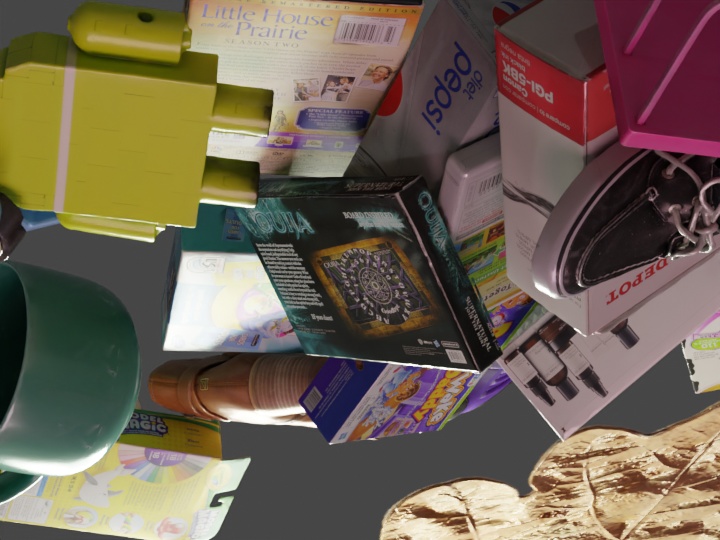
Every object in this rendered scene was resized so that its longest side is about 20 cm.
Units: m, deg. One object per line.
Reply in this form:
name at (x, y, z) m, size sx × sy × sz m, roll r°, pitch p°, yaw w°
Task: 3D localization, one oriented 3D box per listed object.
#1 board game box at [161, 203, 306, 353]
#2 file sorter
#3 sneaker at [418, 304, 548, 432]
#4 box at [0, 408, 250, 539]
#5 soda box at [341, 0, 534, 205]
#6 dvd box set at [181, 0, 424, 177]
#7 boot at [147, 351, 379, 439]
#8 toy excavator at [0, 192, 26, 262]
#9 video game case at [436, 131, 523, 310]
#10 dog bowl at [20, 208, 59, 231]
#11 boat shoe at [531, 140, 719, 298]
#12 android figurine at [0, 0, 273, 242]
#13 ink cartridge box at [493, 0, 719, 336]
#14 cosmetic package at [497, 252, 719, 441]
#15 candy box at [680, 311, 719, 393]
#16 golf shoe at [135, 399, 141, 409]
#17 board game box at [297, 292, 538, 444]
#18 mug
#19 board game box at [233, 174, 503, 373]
board game box at (-0.045, 0.009, 1.496) m, size 0.198 × 0.047 × 0.151 m, roll 2°, pitch 150°, yaw -10°
file sorter at (0.210, -0.176, 1.059) m, size 0.138 × 0.201 × 0.126 m, roll 5°, pitch 146°, yaw -16°
sneaker at (0.113, 0.049, 1.576) m, size 0.200 × 0.070 × 0.099 m, roll -43°, pitch 159°, yaw 31°
box at (-0.199, 0.165, 1.628) m, size 0.199 × 0.049 × 0.118 m, roll 12°, pitch 131°, yaw -17°
soda box at (0.057, -0.098, 1.271) m, size 0.063 × 0.068 × 0.200 m, roll -24°, pitch 159°, yaw -34°
dvd box set at (-0.050, -0.126, 1.276) m, size 0.145 × 0.030 × 0.200 m, roll 2°, pitch 150°, yaw -11°
boot at (-0.069, 0.097, 1.634) m, size 0.154 × 0.074 × 0.200 m, roll -2°, pitch 167°, yaw 24°
toy excavator at (-0.313, -0.079, 1.198) m, size 0.193 × 0.100 × 0.201 m, roll 21°, pitch 142°, yaw 22°
video game case at (0.128, -0.050, 1.328) m, size 0.199 × 0.023 × 0.183 m, roll -27°, pitch 151°, yaw -25°
dog bowl at (-0.244, -0.068, 1.334) m, size 0.199 × 0.050 × 0.112 m, roll -12°, pitch 149°, yaw 14°
boat shoe at (0.186, -0.043, 1.141) m, size 0.199 × 0.068 × 0.074 m, roll -34°, pitch 138°, yaw -23°
android figurine at (-0.157, -0.088, 1.233) m, size 0.198 × 0.041 × 0.183 m, roll 6°, pitch 135°, yaw -5°
ink cartridge box at (0.161, -0.083, 1.208) m, size 0.146 × 0.083 × 0.201 m, roll -32°, pitch 137°, yaw -27°
cosmetic package at (0.200, 0.029, 1.445) m, size 0.200 × 0.083 × 0.051 m, roll -42°, pitch 177°, yaw 13°
candy box at (0.311, 0.019, 1.546) m, size 0.135 × 0.061 × 0.200 m, roll -12°, pitch 150°, yaw 12°
golf shoe at (-0.287, 0.128, 1.659) m, size 0.199 × 0.076 × 0.092 m, roll -20°, pitch 139°, yaw 11°
board game box at (0.059, 0.038, 1.451) m, size 0.134 × 0.045 × 0.200 m, roll -3°, pitch 136°, yaw -49°
mug at (-0.243, 0.085, 1.496) m, size 0.114 × 0.153 × 0.185 m, roll 14°, pitch 146°, yaw -33°
board game box at (0.000, 0.000, 1.330) m, size 0.199 × 0.028 × 0.136 m, roll 3°, pitch 124°, yaw 54°
